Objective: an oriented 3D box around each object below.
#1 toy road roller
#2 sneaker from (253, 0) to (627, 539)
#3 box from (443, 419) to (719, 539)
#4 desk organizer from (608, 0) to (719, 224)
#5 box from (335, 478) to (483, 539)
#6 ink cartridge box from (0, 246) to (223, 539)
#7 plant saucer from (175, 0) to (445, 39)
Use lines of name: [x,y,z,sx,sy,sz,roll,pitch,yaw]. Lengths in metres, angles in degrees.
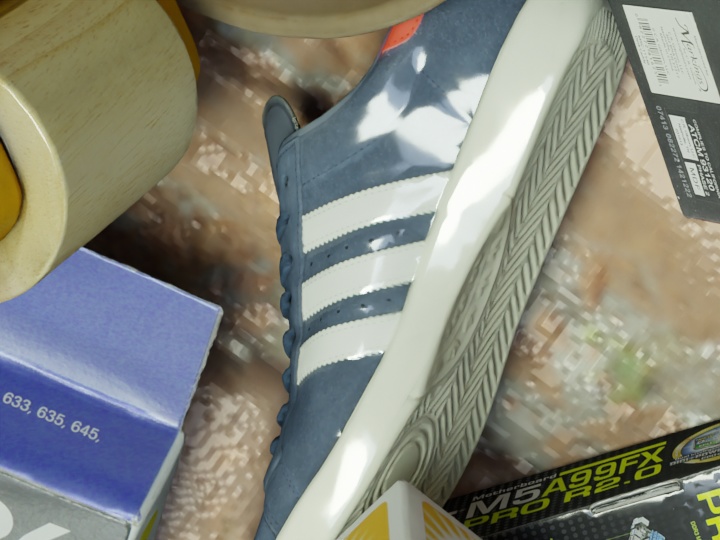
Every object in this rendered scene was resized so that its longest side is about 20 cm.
toy road roller: [-0.150,-0.081,0.756,0.146,0.123,0.201,-23,102,32]
sneaker: [0.000,0.000,0.806,0.084,0.075,0.201,25,92,22]
box: [0.086,0.156,0.853,0.159,0.044,0.201,-18,102,14]
desk organizer: [0.101,-0.116,0.747,0.077,0.072,0.201,-27,107,-20]
box: [0.051,0.168,0.758,0.200,0.113,0.101,38,109,-19]
ink cartridge box: [-0.159,0.060,0.846,0.197,0.047,0.201,22,127,4]
plant saucer: [-0.029,-0.158,0.747,0.199,0.029,0.201,18,126,27]
